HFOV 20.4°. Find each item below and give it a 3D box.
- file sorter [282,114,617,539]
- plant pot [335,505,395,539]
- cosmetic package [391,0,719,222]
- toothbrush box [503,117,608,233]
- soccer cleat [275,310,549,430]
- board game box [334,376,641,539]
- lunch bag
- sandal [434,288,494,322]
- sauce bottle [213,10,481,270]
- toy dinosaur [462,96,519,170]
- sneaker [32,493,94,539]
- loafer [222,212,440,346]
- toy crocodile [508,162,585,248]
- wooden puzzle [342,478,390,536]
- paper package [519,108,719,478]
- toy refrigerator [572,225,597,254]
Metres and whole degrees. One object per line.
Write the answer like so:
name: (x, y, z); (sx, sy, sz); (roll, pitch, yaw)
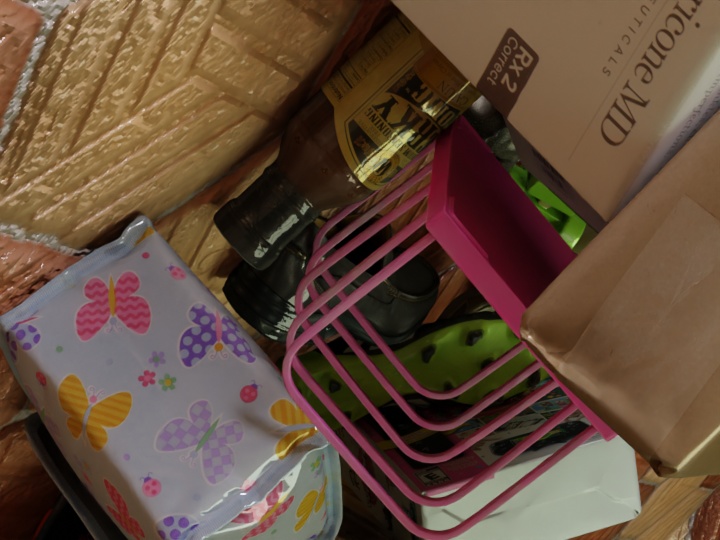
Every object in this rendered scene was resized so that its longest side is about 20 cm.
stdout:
file sorter: (0.044, 0.029, 1.047); (0.125, 0.139, 0.200); (-38, -168, 15)
plant pot: (-0.040, 0.240, 1.251); (0.174, 0.199, 0.200); (-58, 159, 3)
cosmetic package: (0.131, -0.165, 0.927); (0.164, 0.200, 0.165); (-24, 153, -42)
toothbrush box: (0.194, -0.104, 1.083); (0.200, 0.146, 0.086); (-39, 140, -7)
soccer cleat: (0.034, 0.057, 1.315); (0.198, 0.081, 0.068); (-12, 116, 2)
board game box: (0.075, 0.120, 1.318); (0.146, 0.065, 0.200); (-13, -163, -15)
lunch bag: (-0.099, 0.098, 1.083); (0.127, 0.170, 0.200); (-37, 161, -12)
sandal: (0.041, 0.065, 1.454); (0.080, 0.054, 0.200); (-3, 145, -39)
sauce bottle: (0.006, -0.080, 1.070); (0.200, 0.065, 0.065); (-44, 161, 9)
toy dinosaur: (0.103, -0.107, 1.187); (0.199, 0.077, 0.102); (-23, 167, -34)
sneaker: (-0.130, 0.135, 1.245); (0.200, 0.075, 0.084); (-45, 165, 9)
loafer: (0.000, 0.000, 1.223); (0.073, 0.073, 0.200); (-54, 159, 20)
toy crocodile: (0.133, -0.065, 1.267); (0.200, 0.067, 0.062); (-37, -151, 51)
wooden puzzle: (0.054, 0.139, 1.425); (0.184, 0.038, 0.200); (-16, -168, -23)
paper package: (0.194, -0.006, 0.925); (0.200, 0.104, 0.190); (-47, 162, 11)
toy refrigerator: (0.198, -0.005, 1.348); (0.198, 0.071, 0.076); (-14, -160, -2)
